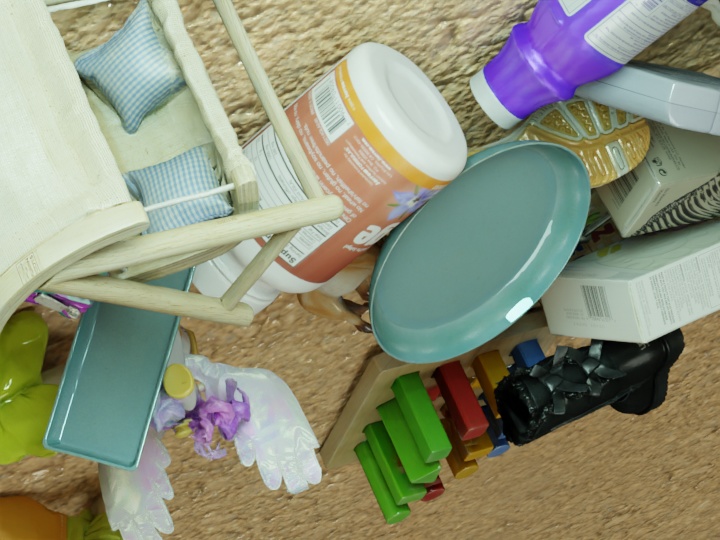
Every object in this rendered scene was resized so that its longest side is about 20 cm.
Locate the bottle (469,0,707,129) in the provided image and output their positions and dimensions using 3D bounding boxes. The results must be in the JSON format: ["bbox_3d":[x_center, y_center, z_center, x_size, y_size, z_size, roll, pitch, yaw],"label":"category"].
[{"bbox_3d":[0.165,-0.176,1.469,0.200,0.066,0.083,-38,152,23],"label":"bottle"}]

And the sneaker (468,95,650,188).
[{"bbox_3d":[0.128,-0.081,1.628,0.199,0.076,0.088,-21,178,-19],"label":"sneaker"}]

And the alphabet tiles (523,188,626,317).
[{"bbox_3d":[0.169,-0.010,1.854,0.199,0.008,0.167,-30,154,8],"label":"alphabet tiles"}]

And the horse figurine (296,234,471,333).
[{"bbox_3d":[0.000,0.000,1.633,0.132,0.050,0.200,17,151,-13],"label":"horse figurine"}]

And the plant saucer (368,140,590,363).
[{"bbox_3d":[0.083,-0.018,1.537,0.199,0.027,0.201,-26,143,-22],"label":"plant saucer"}]

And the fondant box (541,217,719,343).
[{"bbox_3d":[0.271,0.000,1.801,0.199,0.059,0.144,-21,-169,-27],"label":"fondant box"}]

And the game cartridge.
[{"bbox_3d":[0.253,-0.127,1.578,0.199,0.133,0.041,3,101,-45],"label":"game cartridge"}]

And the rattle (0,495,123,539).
[{"bbox_3d":[-0.280,0.264,1.879,0.142,0.131,0.200,-4,175,-19],"label":"rattle"}]

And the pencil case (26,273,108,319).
[{"bbox_3d":[-0.252,-0.015,1.348,0.199,0.093,0.085,3,153,-43],"label":"pencil case"}]

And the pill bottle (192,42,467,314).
[{"bbox_3d":[-0.032,-0.057,1.454,0.200,0.113,0.112,-38,152,24],"label":"pill bottle"}]

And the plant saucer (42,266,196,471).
[{"bbox_3d":[-0.152,0.032,1.415,0.069,0.202,0.019,13,168,14],"label":"plant saucer"}]

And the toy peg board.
[{"bbox_3d":[0.090,0.144,1.956,0.198,0.098,0.200,-13,154,-25],"label":"toy peg board"}]

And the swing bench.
[{"bbox_3d":[-0.150,-0.074,1.208,0.199,0.200,0.130,-3,146,-41],"label":"swing bench"}]

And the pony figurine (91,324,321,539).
[{"bbox_3d":[-0.133,0.086,1.513,0.165,0.194,0.200,-20,161,1],"label":"pony figurine"}]

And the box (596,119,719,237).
[{"bbox_3d":[0.297,-0.091,1.748,0.199,0.069,0.082,-12,152,-26],"label":"box"}]

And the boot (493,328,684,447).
[{"bbox_3d":[0.197,0.108,1.878,0.162,0.074,0.199,-27,162,-14],"label":"boot"}]

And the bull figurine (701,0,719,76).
[{"bbox_3d":[0.316,-0.206,1.559,0.199,0.065,0.122,-16,157,-15],"label":"bull figurine"}]

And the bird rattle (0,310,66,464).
[{"bbox_3d":[-0.273,0.119,1.581,0.200,0.113,0.163,-40,168,33],"label":"bird rattle"}]

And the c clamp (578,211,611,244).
[{"bbox_3d":[0.110,-0.012,1.764,0.199,0.027,0.171,-10,155,-35],"label":"c clamp"}]
